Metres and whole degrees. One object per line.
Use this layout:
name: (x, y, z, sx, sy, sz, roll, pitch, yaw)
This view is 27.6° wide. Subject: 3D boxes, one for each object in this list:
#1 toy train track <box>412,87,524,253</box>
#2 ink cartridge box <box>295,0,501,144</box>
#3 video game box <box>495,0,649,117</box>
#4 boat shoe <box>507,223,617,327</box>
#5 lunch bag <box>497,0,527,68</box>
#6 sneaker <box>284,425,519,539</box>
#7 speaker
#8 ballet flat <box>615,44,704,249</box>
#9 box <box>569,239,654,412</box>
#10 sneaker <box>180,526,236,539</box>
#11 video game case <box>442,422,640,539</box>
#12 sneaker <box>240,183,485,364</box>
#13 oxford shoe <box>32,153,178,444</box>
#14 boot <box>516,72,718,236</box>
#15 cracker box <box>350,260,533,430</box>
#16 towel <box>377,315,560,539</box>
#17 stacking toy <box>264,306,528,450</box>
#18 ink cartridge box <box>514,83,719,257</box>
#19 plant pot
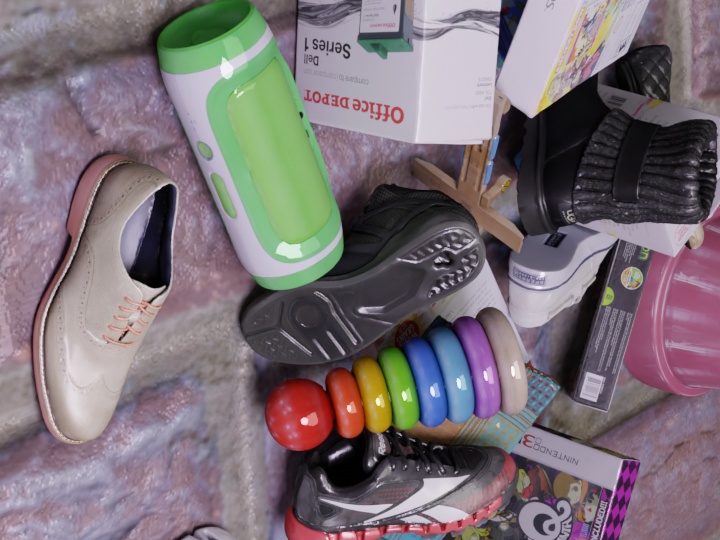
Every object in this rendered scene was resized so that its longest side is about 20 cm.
toy train track: (0.098, -0.085, 1.172, 0.033, 0.114, 0.201, -44, 160, -25)
ink cartridge box: (0.027, -0.200, 1.077, 0.084, 0.145, 0.203, -8, 106, -41)
video game box: (0.189, -0.235, 1.126, 0.182, 0.047, 0.202, -38, 154, -50)
boat shoe: (0.180, -0.003, 1.317, 0.200, 0.070, 0.071, -41, 143, -58)
lunch bag: (0.150, -0.270, 1.228, 0.200, 0.082, 0.162, -44, 131, -26)
sneaker: (0.035, 0.164, 1.164, 0.198, 0.071, 0.099, -9, 122, -14)
speaker: (-0.076, -0.088, 1.050, 0.088, 0.088, 0.202, -40, 126, -29)
ballet flat: (0.297, -0.116, 1.397, 0.056, 0.066, 0.202, -20, 102, -4)
box: (0.244, 0.030, 1.392, 0.110, 0.034, 0.203, 19, 87, -83)
sneaker: (-0.147, 0.257, 1.073, 0.199, 0.088, 0.082, -22, 117, -38)
video game case: (0.140, 0.236, 1.284, 0.036, 0.180, 0.203, 16, 91, -45)
sneaker: (0.000, 0.000, 1.139, 0.198, 0.115, 0.077, -29, 112, 10)
oxford shoe: (-0.170, 0.024, 0.995, 0.070, 0.073, 0.203, 5, 98, -45)
boot: (0.220, -0.119, 1.220, 0.080, 0.156, 0.213, 50, 40, -47)
cracker box: (0.065, 0.064, 1.250, 0.134, 0.057, 0.201, -45, 128, -25)
towel: (0.059, 0.145, 1.217, 0.146, 0.022, 0.201, 27, 107, -31)
stacking toy: (0.024, 0.093, 1.121, 0.197, 0.086, 0.086, -15, 115, -7)
ink cartridge box: (0.251, -0.087, 1.286, 0.115, 0.199, 0.068, -48, 137, -23)
plant pot: (0.383, 0.040, 1.471, 0.198, 0.178, 0.203, -14, 112, -40)
